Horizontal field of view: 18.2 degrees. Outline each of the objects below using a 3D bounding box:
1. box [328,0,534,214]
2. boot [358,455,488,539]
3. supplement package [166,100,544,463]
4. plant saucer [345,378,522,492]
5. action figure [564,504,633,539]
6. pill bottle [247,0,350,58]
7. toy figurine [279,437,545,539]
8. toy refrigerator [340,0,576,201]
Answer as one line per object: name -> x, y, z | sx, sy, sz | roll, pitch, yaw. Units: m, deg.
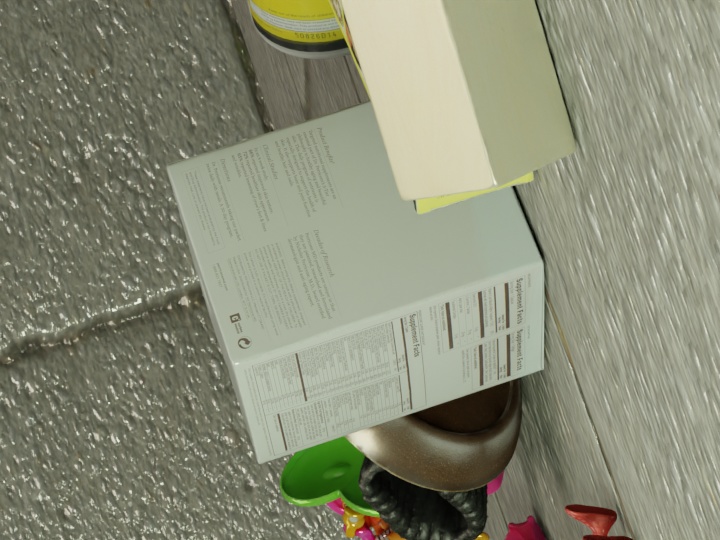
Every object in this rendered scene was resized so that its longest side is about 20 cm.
box -> 0.036, -0.128, 1.328 | 0.050, 0.075, 0.201 | 81, 172, -50
boot -> 0.008, 0.090, 1.591 | 0.080, 0.210, 0.158 | -54, 15, 48
supplement package -> 0.000, 0.000, 1.433 | 0.151, 0.199, 0.153 | 81, 170, -61
plant saucer -> 0.040, 0.057, 1.557 | 0.032, 0.199, 0.201 | -43, 55, 37
action figure -> 0.118, 0.245, 1.388 | 0.065, 0.051, 0.201 | -128, 46, -64
pill bottle -> -0.035, -0.245, 1.474 | 0.201, 0.111, 0.112 | 77, 173, -48
toy figurine -> 0.062, 0.205, 1.741 | 0.185, 0.199, 0.151 | 62, -154, -29
toy refrigerator -> 0.039, -0.143, 1.133 | 0.076, 0.070, 0.201 | -7, 104, 51
